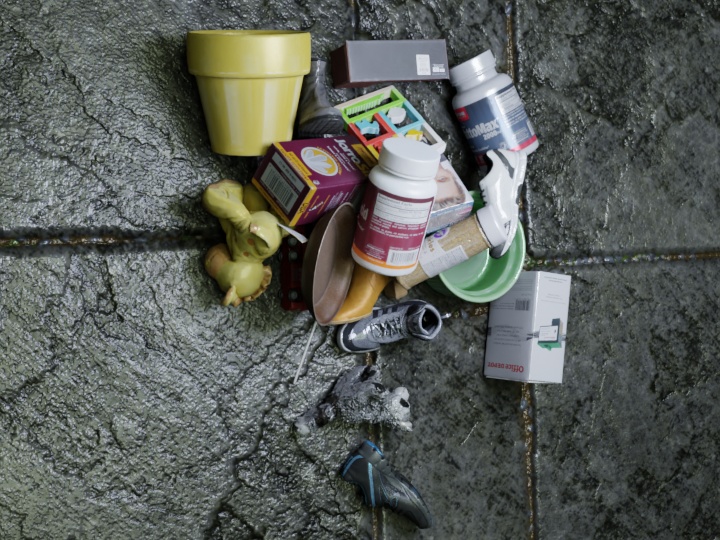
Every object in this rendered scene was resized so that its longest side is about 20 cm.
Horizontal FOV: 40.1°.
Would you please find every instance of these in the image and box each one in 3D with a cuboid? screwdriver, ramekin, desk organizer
[{"bbox_3d":[-0.080,0.094,1.658,0.029,0.028,0.201,44,64,-54],"label":"screwdriver"},{"bbox_3d":[0.194,-0.042,1.807,0.198,0.098,0.202,1,88,-25],"label":"ramekin"},{"bbox_3d":[0.051,-0.367,1.758,0.198,0.077,0.072,-7,92,-26],"label":"desk organizer"}]

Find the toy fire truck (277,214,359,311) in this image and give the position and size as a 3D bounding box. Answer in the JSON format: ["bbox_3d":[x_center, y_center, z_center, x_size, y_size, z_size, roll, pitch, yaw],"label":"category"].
[{"bbox_3d":[-0.071,-0.032,1.706,0.140,0.049,0.202,-1,91,-28],"label":"toy fire truck"}]

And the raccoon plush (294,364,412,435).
[{"bbox_3d":[-0.005,0.256,1.733,0.199,0.097,0.135,-28,117,6],"label":"raccoon plush"}]

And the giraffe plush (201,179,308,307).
[{"bbox_3d":[-0.187,-0.032,1.602,0.172,0.200,0.163,2,122,-48],"label":"giraffe plush"}]

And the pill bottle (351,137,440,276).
[{"bbox_3d":[0.059,-0.103,1.592,0.113,0.114,0.202,1,118,-26],"label":"pill bottle"}]

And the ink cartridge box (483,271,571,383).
[{"bbox_3d":[0.308,0.105,1.833,0.084,0.146,0.202,7,86,-27],"label":"ink cartridge box"}]

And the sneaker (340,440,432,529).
[{"bbox_3d":[0.048,0.394,1.751,0.082,0.073,0.200,-43,101,-3],"label":"sneaker"}]

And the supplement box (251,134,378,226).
[{"bbox_3d":[-0.062,-0.150,1.613,0.199,0.086,0.111,-15,58,-49],"label":"supplement box"}]

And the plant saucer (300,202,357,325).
[{"bbox_3d":[-0.053,-0.013,1.588,0.036,0.200,0.202,11,81,17],"label":"plant saucer"}]

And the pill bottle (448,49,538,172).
[{"bbox_3d":[0.238,-0.296,1.823,0.119,0.119,0.201,-30,101,-23],"label":"pill bottle"}]

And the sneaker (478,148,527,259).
[{"bbox_3d":[0.240,-0.120,1.748,0.079,0.074,0.202,10,80,-8],"label":"sneaker"}]

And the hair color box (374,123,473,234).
[{"bbox_3d":[0.107,-0.163,1.725,0.099,0.061,0.201,-17,58,-19],"label":"hair color box"}]

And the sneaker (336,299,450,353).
[{"bbox_3d":[0.061,0.096,1.730,0.199,0.114,0.076,-15,95,-25],"label":"sneaker"}]

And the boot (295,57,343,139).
[{"bbox_3d":[-0.074,-0.290,1.633,0.069,0.200,0.133,2,91,-18],"label":"boot"}]

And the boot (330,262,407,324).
[{"bbox_3d":[0.001,0.000,1.719,0.200,0.070,0.145,-24,111,-36],"label":"boot"}]

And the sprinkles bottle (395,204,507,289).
[{"bbox_3d":[0.149,-0.038,1.680,0.199,0.068,0.069,-27,103,14],"label":"sprinkles bottle"}]

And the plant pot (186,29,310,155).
[{"bbox_3d":[-0.177,-0.289,1.591,0.199,0.200,0.191,-8,107,-26],"label":"plant pot"}]

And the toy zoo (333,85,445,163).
[{"bbox_3d":[0.058,-0.237,1.722,0.130,0.021,0.200,-24,59,-23],"label":"toy zoo"}]
